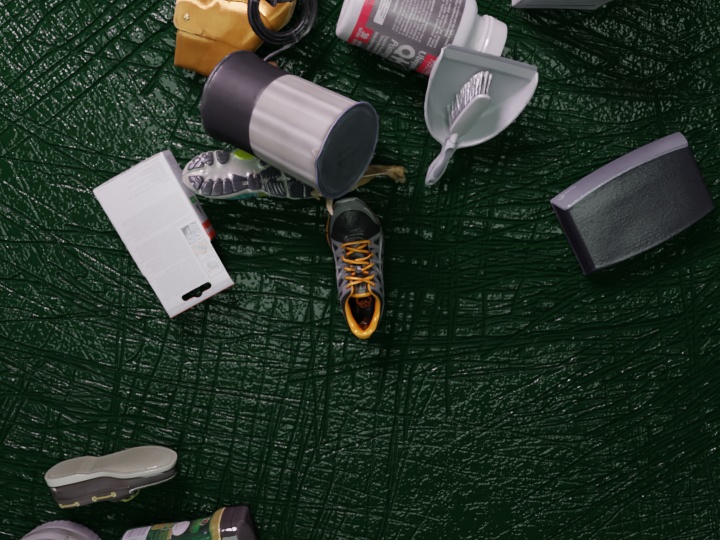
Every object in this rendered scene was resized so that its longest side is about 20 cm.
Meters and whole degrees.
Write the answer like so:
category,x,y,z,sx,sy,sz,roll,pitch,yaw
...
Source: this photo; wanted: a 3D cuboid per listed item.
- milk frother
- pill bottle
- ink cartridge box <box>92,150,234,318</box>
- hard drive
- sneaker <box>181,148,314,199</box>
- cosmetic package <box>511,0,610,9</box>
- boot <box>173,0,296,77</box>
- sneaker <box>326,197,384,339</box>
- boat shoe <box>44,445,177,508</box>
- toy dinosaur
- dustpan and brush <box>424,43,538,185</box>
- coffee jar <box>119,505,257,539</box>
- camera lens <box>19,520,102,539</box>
category,x,y,z,sx,sy,sz,roll,pitch,yaw
milk frother,-0.066,-0.223,0.850,0.187,0.180,0.201,28,139,24
pill bottle,0.078,-0.308,0.904,0.198,0.111,0.112,19,102,-11
ink cartridge box,-0.263,-0.050,0.991,0.108,0.050,0.201,-27,102,4
hard drive,0.379,-0.089,0.995,0.199,0.042,0.136,-28,101,5
sneaker,-0.138,-0.129,0.964,0.198,0.080,0.078,-2,86,-19
cosmetic package,0.257,-0.423,0.840,0.122,0.200,0.202,1,102,-1
boot,-0.157,-0.338,0.914,0.143,0.071,0.203,15,109,-13
sneaker,0.000,0.000,0.980,0.077,0.077,0.202,-9,111,2
boat shoe,-0.358,0.306,1.058,0.199,0.072,0.061,-9,107,8
toy dinosaur,-0.015,-0.121,0.929,0.100,0.200,0.059,3,109,33
dustpan and brush,0.127,-0.187,0.934,0.138,0.200,0.058,8,59,-19
coffee jar,-0.251,0.420,1.074,0.198,0.085,0.105,-13,99,3
camera lens,-0.457,0.474,1.024,0.158,0.200,0.162,0,103,-1
